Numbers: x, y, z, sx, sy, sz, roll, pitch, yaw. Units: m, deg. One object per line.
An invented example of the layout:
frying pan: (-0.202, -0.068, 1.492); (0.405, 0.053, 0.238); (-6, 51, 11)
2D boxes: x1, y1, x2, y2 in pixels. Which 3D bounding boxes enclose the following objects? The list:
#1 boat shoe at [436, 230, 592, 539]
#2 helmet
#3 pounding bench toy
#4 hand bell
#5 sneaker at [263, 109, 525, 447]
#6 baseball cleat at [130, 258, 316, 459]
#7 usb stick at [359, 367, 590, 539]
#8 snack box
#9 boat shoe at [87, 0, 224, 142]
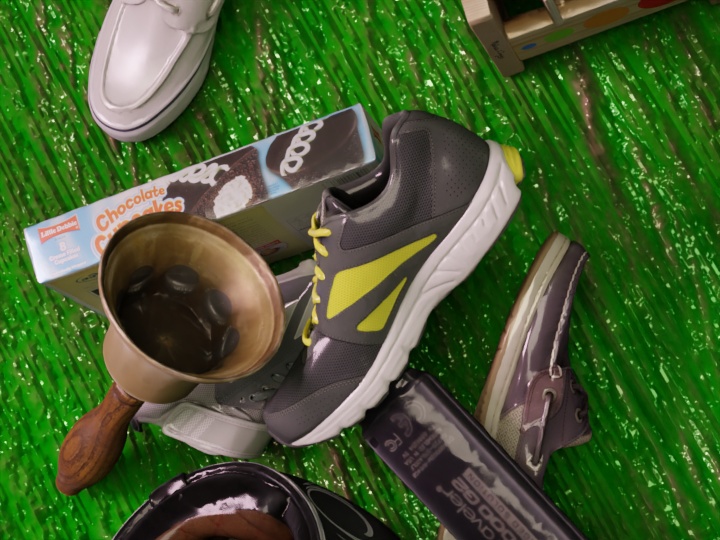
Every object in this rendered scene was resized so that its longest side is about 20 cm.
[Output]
boat shoe: (0.095, 0.081, 1.169); (0.064, 0.072, 0.202); (18, 91, 6)
helmet: (-0.036, 0.212, 1.116); (0.199, 0.191, 0.201); (-20, 44, 21)
pounding bench toy: (0.116, -0.206, 1.136); (0.155, 0.200, 0.125); (-18, 78, 10)
hand bell: (-0.126, 0.068, 1.170); (0.104, 0.104, 0.200); (51, 138, 14)
sneaker: (0.000, 0.000, 1.123); (0.084, 0.075, 0.201); (33, 101, -15)
baseball cleat: (-0.042, 0.047, 1.211); (0.199, 0.070, 0.107); (-14, 86, 19)
usb stick: (0.081, 0.137, 1.125); (0.200, 0.033, 0.055); (46, 112, 4)
snack box: (-0.074, -0.029, 1.196); (0.199, 0.116, 0.037); (-20, 74, 9)
boat shoe: (-0.105, -0.172, 1.250); (0.072, 0.066, 0.201); (31, 89, 15)
